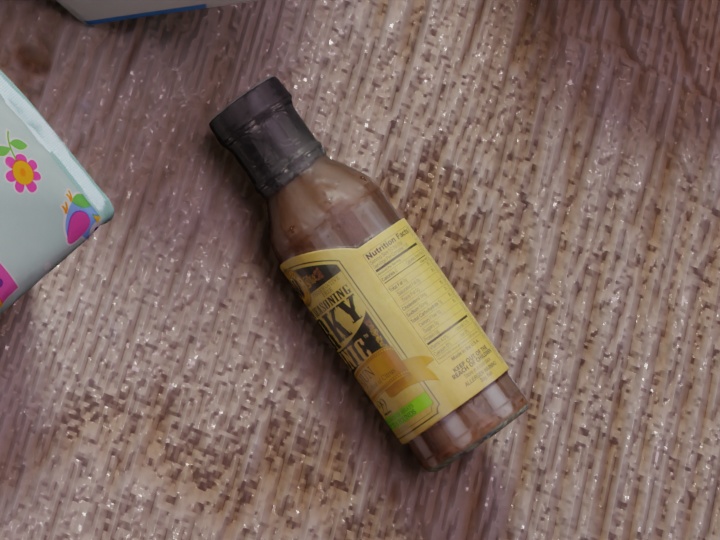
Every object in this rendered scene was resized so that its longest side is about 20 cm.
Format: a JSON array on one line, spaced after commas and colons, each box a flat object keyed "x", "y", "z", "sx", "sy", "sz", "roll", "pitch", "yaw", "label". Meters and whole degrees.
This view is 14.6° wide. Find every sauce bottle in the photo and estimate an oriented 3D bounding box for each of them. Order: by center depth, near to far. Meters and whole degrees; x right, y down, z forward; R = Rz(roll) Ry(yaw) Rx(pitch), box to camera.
[{"x": 0.000, "y": 0.000, "z": 1.341, "sx": 0.065, "sy": 0.065, "sz": 0.201, "roll": -34, "pitch": 86, "yaw": -31, "label": "sauce bottle"}]

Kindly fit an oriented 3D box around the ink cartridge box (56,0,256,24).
[{"x": -0.077, "y": -0.229, "z": 1.326, "sx": 0.084, "sy": 0.144, "sz": 0.201, "roll": 39, "pitch": 54, "yaw": -49, "label": "ink cartridge box"}]

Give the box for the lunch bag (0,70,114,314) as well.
[{"x": -0.238, "y": -0.043, "z": 1.207, "sx": 0.200, "sy": 0.122, "sz": 0.170, "roll": 51, "pitch": 59, "yaw": -8, "label": "lunch bag"}]
